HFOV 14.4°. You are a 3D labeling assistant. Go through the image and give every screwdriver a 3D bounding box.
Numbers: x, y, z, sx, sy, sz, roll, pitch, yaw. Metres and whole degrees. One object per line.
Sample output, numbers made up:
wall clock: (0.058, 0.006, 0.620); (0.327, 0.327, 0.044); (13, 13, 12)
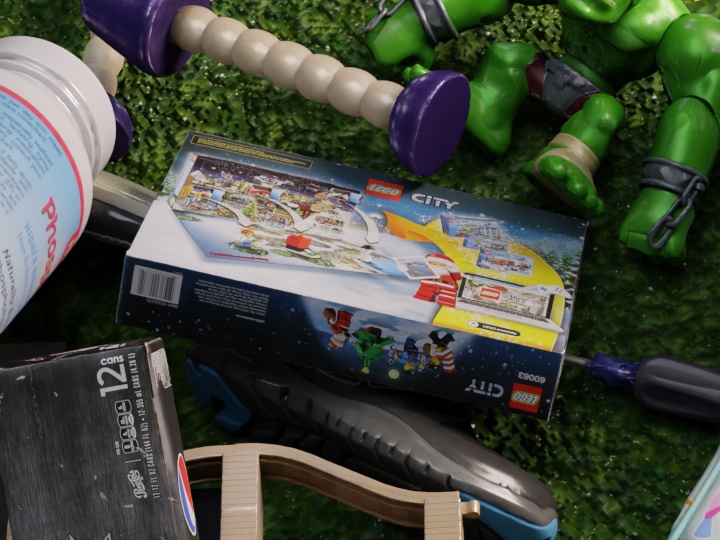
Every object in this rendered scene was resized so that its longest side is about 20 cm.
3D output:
screwdriver: (0.094, 0.039, 1.335); (0.200, 0.028, 0.029); (17, 28, 20)

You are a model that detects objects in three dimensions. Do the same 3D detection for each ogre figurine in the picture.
ogre figurine: (0.105, -0.101, 1.395); (0.120, 0.098, 0.200); (-51, 46, -5)

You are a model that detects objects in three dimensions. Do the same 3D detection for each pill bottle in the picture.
pill bottle: (-0.187, -0.025, 1.269); (0.108, 0.109, 0.200); (12, 35, 17)

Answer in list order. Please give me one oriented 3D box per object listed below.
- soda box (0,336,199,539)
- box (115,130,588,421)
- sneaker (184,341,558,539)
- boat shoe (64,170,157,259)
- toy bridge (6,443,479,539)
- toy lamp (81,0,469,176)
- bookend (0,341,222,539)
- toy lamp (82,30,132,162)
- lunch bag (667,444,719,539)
soda box: (-0.097, 0.130, 1.137); (0.071, 0.063, 0.201); (-10, 90, 4)
box: (0.000, 0.000, 1.309); (0.199, 0.038, 0.137); (13, 28, 4)
sneaker: (0.015, 0.061, 1.301); (0.200, 0.073, 0.082); (30, 62, 25)
boat shoe: (-0.166, -0.028, 1.409); (0.199, 0.072, 0.068); (15, 95, 11)
toy bridge: (-0.049, 0.106, 1.197); (0.199, 0.027, 0.067); (-3, 51, 3)
toy lamp: (-0.046, -0.102, 1.375); (0.200, 0.058, 0.058); (23, 61, 25)
bookend: (-0.130, 0.123, 1.268); (0.198, 0.092, 0.200); (-3, 53, 4)
toy lamp: (-0.125, -0.151, 1.485); (0.058, 0.058, 0.200); (5, 56, 12)
lunch bag: (0.231, 0.112, 1.229); (0.160, 0.077, 0.200); (24, 62, 24)
